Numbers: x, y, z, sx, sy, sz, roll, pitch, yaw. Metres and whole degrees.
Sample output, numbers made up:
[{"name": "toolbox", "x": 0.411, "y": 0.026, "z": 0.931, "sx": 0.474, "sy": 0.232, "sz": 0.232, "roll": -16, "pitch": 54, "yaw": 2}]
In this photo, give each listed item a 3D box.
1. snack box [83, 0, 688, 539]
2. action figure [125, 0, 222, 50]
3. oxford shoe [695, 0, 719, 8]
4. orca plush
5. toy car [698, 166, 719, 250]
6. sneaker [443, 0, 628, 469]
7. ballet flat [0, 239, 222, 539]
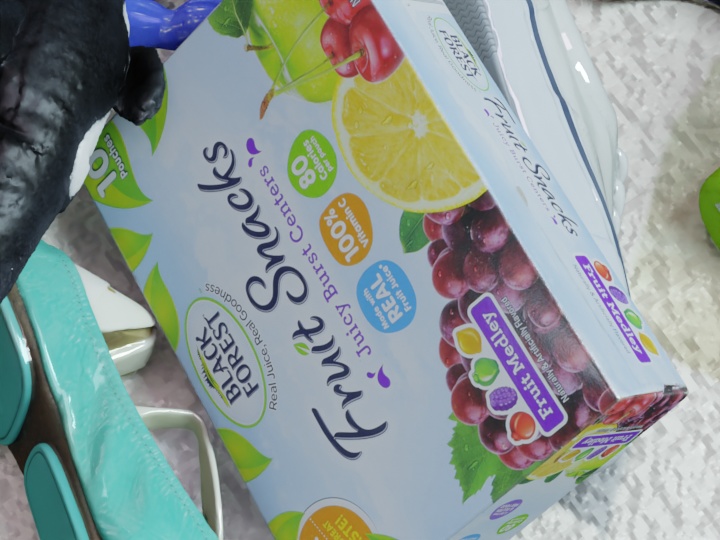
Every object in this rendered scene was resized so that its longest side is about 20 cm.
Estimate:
[{"name": "snack box", "x": 0.000, "y": 0.000, "z": 0.764, "sx": 0.142, "sy": 0.053, "sz": 0.201, "roll": -43, "pitch": 66, "yaw": 30}, {"name": "action figure", "x": -0.102, "y": -0.101, "z": 0.852, "sx": 0.198, "sy": 0.052, "sz": 0.066, "roll": 5, "pitch": 61, "yaw": 7}, {"name": "oxford shoe", "x": 0.093, "y": -0.149, "z": 0.864, "sx": 0.199, "sy": 0.071, "sz": 0.075, "roll": 20, "pitch": 73, "yaw": 9}, {"name": "orca plush", "x": -0.136, "y": -0.058, "z": 0.754, "sx": 0.105, "sy": 0.071, "sz": 0.201, "roll": 15, "pitch": 61, "yaw": 27}, {"name": "toy car", "x": 0.225, "y": -0.063, "z": 0.755, "sx": 0.164, "sy": 0.200, "sz": 0.158, "roll": -41, "pitch": 72, "yaw": -16}, {"name": "sneaker", "x": 0.068, "y": -0.028, "z": 0.803, "sx": 0.071, "sy": 0.073, "sz": 0.201, "roll": -4, "pitch": 78, "yaw": -45}, {"name": "ballet flat", "x": -0.094, "y": 0.050, "z": 0.785, "sx": 0.070, "sy": 0.067, "sz": 0.201, "roll": -12, "pitch": 65, "yaw": -32}]
